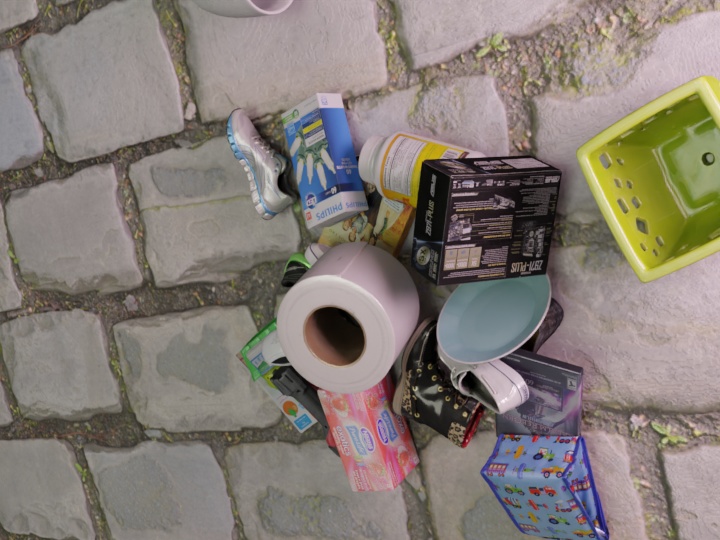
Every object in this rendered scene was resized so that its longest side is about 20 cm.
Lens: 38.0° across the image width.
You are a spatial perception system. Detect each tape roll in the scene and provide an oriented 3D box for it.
[{"bbox_3d":[-0.018,0.075,1.664,0.199,0.139,0.206,9,116,18],"label":"tape roll"}]

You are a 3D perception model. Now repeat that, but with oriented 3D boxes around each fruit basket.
[{"bbox_3d":[-0.117,0.183,1.907,0.184,0.094,0.201,-37,90,29],"label":"fruit basket"}]

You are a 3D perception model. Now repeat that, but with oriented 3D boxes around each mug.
[{"bbox_3d":[-0.204,-0.521,1.742,0.173,0.147,0.204,6,78,42],"label":"mug"}]

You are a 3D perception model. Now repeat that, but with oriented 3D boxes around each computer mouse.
[{"bbox_3d":[-0.078,0.119,1.810,0.196,0.044,0.111,-11,59,2],"label":"computer mouse"}]

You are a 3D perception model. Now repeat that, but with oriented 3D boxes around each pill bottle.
[{"bbox_3d":[0.097,-0.153,1.638,0.197,0.109,0.111,20,115,31],"label":"pill bottle"}]

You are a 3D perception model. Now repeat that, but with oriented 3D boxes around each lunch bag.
[{"bbox_3d":[0.300,0.366,1.653,0.148,0.094,0.202,-4,122,37],"label":"lunch bag"}]

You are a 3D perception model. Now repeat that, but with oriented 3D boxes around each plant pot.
[{"bbox_3d":[0.430,-0.128,1.356,0.199,0.180,0.202,-29,86,38],"label":"plant pot"}]

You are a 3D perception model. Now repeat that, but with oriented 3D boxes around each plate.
[{"bbox_3d":[0.207,0.067,1.597,0.198,0.202,0.026,-11,134,38],"label":"plate"}]

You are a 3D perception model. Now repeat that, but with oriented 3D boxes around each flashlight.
[{"bbox_3d":[-0.080,0.246,1.869,0.067,0.068,0.200,-39,107,17],"label":"flashlight"}]

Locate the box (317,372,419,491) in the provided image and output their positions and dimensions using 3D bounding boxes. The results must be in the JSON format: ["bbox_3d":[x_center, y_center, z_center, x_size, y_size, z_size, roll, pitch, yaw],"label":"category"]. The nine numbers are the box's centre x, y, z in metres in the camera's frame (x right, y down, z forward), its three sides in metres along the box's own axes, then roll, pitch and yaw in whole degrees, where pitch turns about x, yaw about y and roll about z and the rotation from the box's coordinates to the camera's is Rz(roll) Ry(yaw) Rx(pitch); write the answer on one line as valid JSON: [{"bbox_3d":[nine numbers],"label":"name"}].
[{"bbox_3d":[0.014,0.271,1.817,0.093,0.102,0.203,-10,105,37],"label":"box"}]

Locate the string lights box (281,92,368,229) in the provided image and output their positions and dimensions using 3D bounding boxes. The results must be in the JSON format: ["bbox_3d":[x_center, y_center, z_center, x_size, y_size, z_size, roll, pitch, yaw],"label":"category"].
[{"bbox_3d":[-0.060,-0.183,1.749,0.102,0.058,0.204,-21,80,45],"label":"string lights box"}]

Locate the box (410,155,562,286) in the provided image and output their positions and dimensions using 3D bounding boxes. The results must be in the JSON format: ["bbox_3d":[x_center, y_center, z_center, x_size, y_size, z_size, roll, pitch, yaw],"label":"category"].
[{"bbox_3d":[0.184,-0.076,1.533,0.086,0.197,0.167,37,127,55],"label":"box"}]

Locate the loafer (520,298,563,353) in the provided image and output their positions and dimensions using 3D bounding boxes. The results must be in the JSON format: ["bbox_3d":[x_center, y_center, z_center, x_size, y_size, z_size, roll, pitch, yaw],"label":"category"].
[{"bbox_3d":[0.242,0.127,1.639,0.072,0.072,0.202,36,123,20],"label":"loafer"}]

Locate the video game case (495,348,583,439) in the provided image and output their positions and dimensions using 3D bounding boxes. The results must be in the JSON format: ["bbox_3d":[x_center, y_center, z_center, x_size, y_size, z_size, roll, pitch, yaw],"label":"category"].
[{"bbox_3d":[0.275,0.207,1.620,0.141,0.019,0.203,15,134,26],"label":"video game case"}]

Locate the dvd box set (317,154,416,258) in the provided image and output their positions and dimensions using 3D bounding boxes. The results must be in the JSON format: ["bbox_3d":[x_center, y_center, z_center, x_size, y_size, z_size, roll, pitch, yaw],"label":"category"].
[{"bbox_3d":[0.009,-0.072,1.777,0.146,0.029,0.202,37,122,22],"label":"dvd box set"}]

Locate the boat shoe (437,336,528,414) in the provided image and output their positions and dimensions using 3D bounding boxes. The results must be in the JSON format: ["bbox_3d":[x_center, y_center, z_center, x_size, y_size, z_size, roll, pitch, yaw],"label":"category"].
[{"bbox_3d":[0.171,0.157,1.601,0.199,0.065,0.075,27,140,54],"label":"boat shoe"}]

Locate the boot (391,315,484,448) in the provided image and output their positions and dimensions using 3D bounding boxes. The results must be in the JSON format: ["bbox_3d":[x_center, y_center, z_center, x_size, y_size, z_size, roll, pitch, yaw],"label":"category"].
[{"bbox_3d":[0.137,0.189,1.735,0.149,0.073,0.203,30,121,26],"label":"boot"}]

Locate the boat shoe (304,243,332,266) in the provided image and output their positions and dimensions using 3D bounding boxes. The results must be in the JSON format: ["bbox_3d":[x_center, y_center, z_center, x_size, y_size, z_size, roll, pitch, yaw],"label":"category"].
[{"bbox_3d":[0.000,0.000,1.741,0.198,0.072,0.066,34,117,15],"label":"boat shoe"}]

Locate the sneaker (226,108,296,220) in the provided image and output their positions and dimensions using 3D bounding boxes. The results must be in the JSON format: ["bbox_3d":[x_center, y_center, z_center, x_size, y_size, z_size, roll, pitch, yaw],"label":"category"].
[{"bbox_3d":[-0.168,-0.199,1.853,0.086,0.075,0.203,-21,96,28],"label":"sneaker"}]

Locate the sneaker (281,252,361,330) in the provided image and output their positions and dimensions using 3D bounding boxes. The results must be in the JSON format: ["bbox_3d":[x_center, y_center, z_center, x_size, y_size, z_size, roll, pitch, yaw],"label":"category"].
[{"bbox_3d":[-0.056,0.051,1.802,0.199,0.077,0.084,37,93,25],"label":"sneaker"}]
